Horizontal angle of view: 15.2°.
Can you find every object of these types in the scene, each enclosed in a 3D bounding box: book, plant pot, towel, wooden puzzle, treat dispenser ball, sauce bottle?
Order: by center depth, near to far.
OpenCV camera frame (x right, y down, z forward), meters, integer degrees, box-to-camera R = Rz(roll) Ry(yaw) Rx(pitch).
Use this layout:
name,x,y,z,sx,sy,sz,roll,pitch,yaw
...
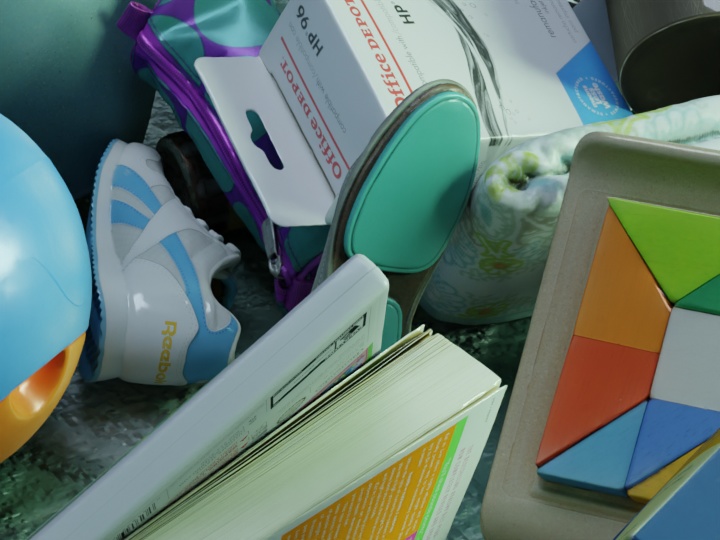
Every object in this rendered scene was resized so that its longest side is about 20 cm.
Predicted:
name,x,y,z,sx,sy,sz,roll,pitch,yaw
book,-0.031,0.125,1.134,0.048,0.134,0.200,36,45,24
wooden puzzle,0.158,0.046,1.203,0.184,0.201,0.037,11,-8,22
treat dispenser ball,-0.227,0.009,1.285,0.200,0.202,0.201,-3,31,2
towel,0.135,-0.035,1.361,0.199,0.171,0.048,-14,71,-16
plant pot,-0.193,-0.108,1.522,0.199,0.135,0.200,-20,19,7
sauce bottle,-0.015,-0.071,1.530,0.199,0.065,0.065,-15,32,-21

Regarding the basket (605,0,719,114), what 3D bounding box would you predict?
name,x,y,z,sx,sy,sz,roll,pitch,yaw
basket,0.192,-0.180,1.414,0.180,0.136,0.201,15,57,-20

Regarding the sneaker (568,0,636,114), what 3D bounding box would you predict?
name,x,y,z,sx,sy,sz,roll,pitch,yaw
sneaker,0.137,-0.127,1.597,0.086,0.081,0.200,7,32,-40

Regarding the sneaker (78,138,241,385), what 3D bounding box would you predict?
name,x,y,z,sx,sy,sz,roll,pitch,yaw
sneaker,-0.107,-0.001,1.425,0.080,0.077,0.200,6,31,-11

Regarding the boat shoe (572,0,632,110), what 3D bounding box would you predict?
name,x,y,z,sx,sy,sz,roll,pitch,yaw
boat shoe,0.094,-0.079,1.496,0.199,0.068,0.074,-44,62,2

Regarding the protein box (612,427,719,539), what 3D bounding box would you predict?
name,x,y,z,sx,sy,sz,roll,pitch,yaw
protein box,0.205,0.123,0.981,0.199,0.135,0.200,45,62,7

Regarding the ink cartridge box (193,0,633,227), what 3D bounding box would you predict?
name,x,y,z,sx,sy,sz,roll,pitch,yaw
ink cartridge box,0.029,-0.090,1.375,0.199,0.068,0.116,-6,55,-36

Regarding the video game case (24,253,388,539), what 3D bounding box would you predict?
name,x,y,z,sx,sy,sz,roll,pitch,yaw
video game case,-0.069,0.086,1.119,0.200,0.182,0.022,-42,79,-11

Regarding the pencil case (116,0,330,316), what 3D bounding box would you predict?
name,x,y,z,sx,sy,sz,roll,pitch,yaw
pencil case,-0.046,-0.065,1.427,0.092,0.085,0.200,-9,54,-40

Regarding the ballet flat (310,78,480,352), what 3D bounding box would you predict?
name,x,y,z,sx,sy,sz,roll,pitch,yaw
ballet flat,0.000,0.000,1.293,0.067,0.201,0.064,11,9,-34
